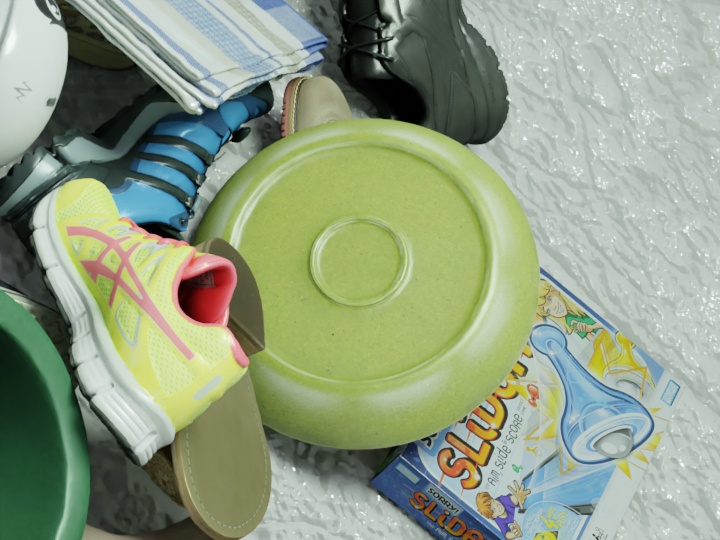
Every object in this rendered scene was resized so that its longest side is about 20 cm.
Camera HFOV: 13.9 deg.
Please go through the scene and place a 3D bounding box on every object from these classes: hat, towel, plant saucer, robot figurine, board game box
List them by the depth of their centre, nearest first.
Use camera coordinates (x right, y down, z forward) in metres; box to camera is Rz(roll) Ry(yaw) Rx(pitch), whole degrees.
[{"bbox_3d":[-0.250,0.088,1.431,0.165,0.176,0.201,-7,85,-47],"label":"hat"},{"bbox_3d":[-0.252,-0.129,1.553,0.199,0.125,0.151,22,47,-19],"label":"robot figurine"},{"bbox_3d":[0.000,0.000,1.631,0.199,0.031,0.201,-1,67,3],"label":"plant saucer"},{"bbox_3d":[-0.102,-0.151,1.640,0.147,0.024,0.200,42,21,6],"label":"towel"},{"bbox_3d":[0.101,0.094,1.712,0.135,0.034,0.200,38,44,-6],"label":"board game box"}]

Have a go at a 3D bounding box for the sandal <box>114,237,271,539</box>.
[{"bbox_3d":[-0.094,0.075,1.539,0.078,0.069,0.212,46,28,-33],"label":"sandal"}]

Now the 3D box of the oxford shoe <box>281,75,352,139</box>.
[{"bbox_3d":[0.011,-0.032,1.701,0.070,0.075,0.201,17,49,-58],"label":"oxford shoe"}]

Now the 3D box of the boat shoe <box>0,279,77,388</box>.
[{"bbox_3d":[-0.234,0.014,1.501,0.199,0.062,0.075,27,82,-24],"label":"boat shoe"}]

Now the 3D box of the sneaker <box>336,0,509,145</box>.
[{"bbox_3d":[0.021,-0.158,1.784,0.091,0.076,0.201,-30,102,-37],"label":"sneaker"}]

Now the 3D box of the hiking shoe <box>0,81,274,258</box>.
[{"bbox_3d":[-0.117,-0.050,1.645,0.200,0.074,0.087,-31,89,-37],"label":"hiking shoe"}]

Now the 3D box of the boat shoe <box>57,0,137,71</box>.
[{"bbox_3d":[-0.197,-0.176,1.674,0.199,0.063,0.074,16,51,-29],"label":"boat shoe"}]

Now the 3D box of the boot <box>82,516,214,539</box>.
[{"bbox_3d":[-0.151,0.146,1.470,0.146,0.070,0.200,30,33,1],"label":"boot"}]

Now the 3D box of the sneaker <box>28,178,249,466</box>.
[{"bbox_3d":[-0.105,0.013,1.493,0.078,0.090,0.200,54,6,-42],"label":"sneaker"}]
